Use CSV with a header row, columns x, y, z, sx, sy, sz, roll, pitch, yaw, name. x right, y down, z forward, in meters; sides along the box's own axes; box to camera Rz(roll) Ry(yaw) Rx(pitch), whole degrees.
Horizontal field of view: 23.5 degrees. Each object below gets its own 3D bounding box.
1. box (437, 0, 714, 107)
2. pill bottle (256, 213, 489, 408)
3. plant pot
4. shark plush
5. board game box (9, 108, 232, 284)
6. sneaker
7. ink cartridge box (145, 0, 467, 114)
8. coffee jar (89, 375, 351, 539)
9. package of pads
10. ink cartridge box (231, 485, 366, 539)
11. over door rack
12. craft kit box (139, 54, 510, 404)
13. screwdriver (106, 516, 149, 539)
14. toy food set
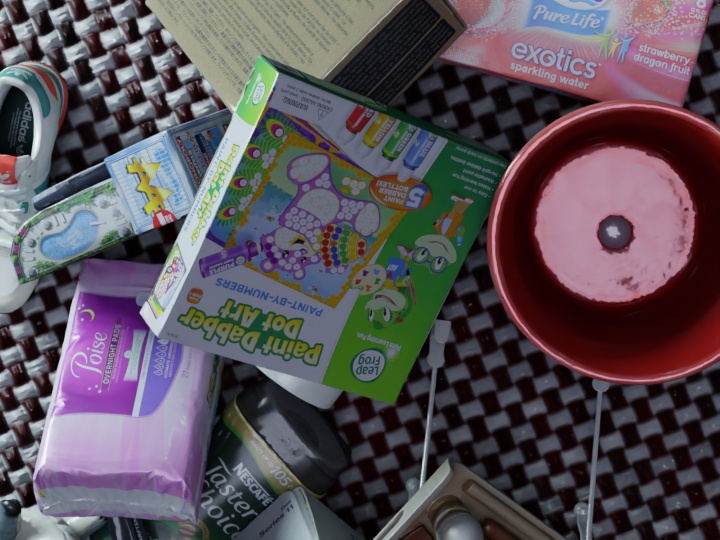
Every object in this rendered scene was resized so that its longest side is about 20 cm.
x,y,z,sx,sy,sz,roll,pitch,yaw,name
0.150,-0.183,1.285,0.200,0.095,0.103,16,96,2,box
0.000,0.000,1.306,0.111,0.111,0.200,35,97,0,pill bottle
0.190,-0.026,1.256,0.200,0.177,0.201,0,96,3,plant pot
-0.277,0.228,1.322,0.200,0.091,0.083,-16,70,36,shark plush
-0.160,-0.060,1.267,0.200,0.200,0.062,-23,94,5,board game box
-0.274,-0.063,1.328,0.070,0.093,0.200,12,96,3,sneaker
-0.043,-0.186,1.256,0.165,0.075,0.200,-44,49,7,ink cartridge box
-0.106,0.174,1.344,0.200,0.085,0.104,-42,91,6,coffee jar
-0.168,0.090,1.296,0.120,0.076,0.200,4,55,4,package of pads
-0.026,0.281,1.313,0.147,0.083,0.200,-44,116,8,ink cartridge box
0.114,0.149,1.336,0.148,0.067,0.200,8,83,-4,over door rack
-0.022,-0.022,1.192,0.200,0.049,0.198,18,107,-31,craft kit box
-0.155,0.254,1.285,0.028,0.029,0.200,-20,77,11,screwdriver
0.083,0.238,1.243,0.200,0.060,0.144,38,98,-26,toy food set
